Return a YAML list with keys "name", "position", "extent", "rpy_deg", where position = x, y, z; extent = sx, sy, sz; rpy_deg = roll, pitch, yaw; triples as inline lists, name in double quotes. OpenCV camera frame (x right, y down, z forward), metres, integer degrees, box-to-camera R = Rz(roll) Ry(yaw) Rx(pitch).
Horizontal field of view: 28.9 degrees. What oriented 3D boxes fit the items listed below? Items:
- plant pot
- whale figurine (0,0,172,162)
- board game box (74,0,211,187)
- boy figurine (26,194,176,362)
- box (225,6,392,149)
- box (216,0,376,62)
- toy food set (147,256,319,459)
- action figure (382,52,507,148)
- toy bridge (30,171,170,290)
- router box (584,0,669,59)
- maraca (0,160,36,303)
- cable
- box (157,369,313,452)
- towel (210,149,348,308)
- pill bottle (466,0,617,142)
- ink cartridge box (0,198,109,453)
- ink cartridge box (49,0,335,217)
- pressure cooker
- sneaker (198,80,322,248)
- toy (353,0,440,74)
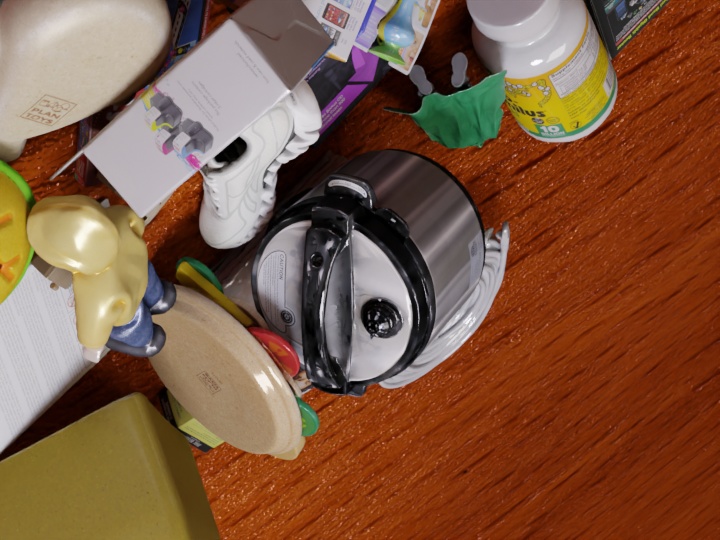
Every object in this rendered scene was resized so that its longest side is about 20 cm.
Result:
- name: "plant pot"
  position: [-0.219, 0.260, 1.235]
  extent: [0.193, 0.201, 0.196]
  rpy_deg: [-27, 160, -3]
- name: "whale figurine"
  position: [-0.225, -0.159, 0.987]
  extent: [0.199, 0.105, 0.158]
  rpy_deg: [-37, 150, 30]
- name: "board game box"
  position: [-0.169, -0.162, 1.096]
  extent: [0.102, 0.019, 0.201]
  rpy_deg: [-18, 137, -36]
- name: "boy figurine"
  position: [-0.197, 0.006, 1.072]
  extent: [0.200, 0.064, 0.126]
  rpy_deg: [65, 34, -66]
- name: "box"
  position: [-0.031, -0.214, 1.172]
  extent: [0.143, 0.036, 0.200]
  rpy_deg: [-48, 146, -13]
- name: "box"
  position: [-0.052, -0.243, 1.059]
  extent: [0.199, 0.041, 0.120]
  rpy_deg: [20, 94, -37]
- name: "toy food set"
  position: [-0.119, 0.086, 1.248]
  extent: [0.049, 0.200, 0.198]
  rpy_deg: [-43, 170, -30]
- name: "action figure"
  position: [0.095, -0.154, 1.350]
  extent: [0.117, 0.055, 0.200]
  rpy_deg: [-12, 167, 11]
- name: "toy bridge"
  position: [-0.186, -0.063, 1.132]
  extent: [0.200, 0.027, 0.067]
  rpy_deg: [-51, 153, -1]
- name: "router box"
  position: [0.282, -0.332, 1.395]
  extent: [0.200, 0.062, 0.150]
  rpy_deg: [-45, 146, -5]
- name: "maraca"
  position: [-0.316, -0.001, 1.011]
  extent: [0.136, 0.107, 0.201]
  rpy_deg: [27, 106, -33]
- name: "cable"
  position: [0.073, 0.033, 1.508]
  extent: [0.200, 0.069, 0.201]
  rpy_deg: [-40, 156, -16]
- name: "box"
  position: [-0.096, 0.102, 1.364]
  extent: [0.199, 0.050, 0.075]
  rpy_deg: [-32, 146, 13]
- name: "towel"
  position: [-0.055, -0.003, 1.378]
  extent: [0.200, 0.032, 0.191]
  rpy_deg: [-46, 146, -4]
- name: "pill bottle"
  position: [0.172, -0.215, 1.344]
  extent: [0.113, 0.113, 0.200]
  rpy_deg: [-46, 147, -1]
- name: "ink cartridge box"
  position: [-0.281, 0.045, 1.178]
  extent: [0.200, 0.050, 0.163]
  rpy_deg: [-49, 151, -33]
- name: "ink cartridge box"
  position: [-0.122, -0.115, 1.013]
  extent: [0.199, 0.068, 0.115]
  rpy_deg: [-35, -169, 28]
- name: "pressure cooker"
  position: [0.003, 0.000, 1.220]
  extent: [0.178, 0.176, 0.200]
  rpy_deg: [-33, -173, 36]
- name: "sneaker"
  position: [-0.106, -0.086, 1.170]
  extent: [0.081, 0.075, 0.200]
  rpy_deg: [-19, 155, -36]
- name: "toy"
  position: [0.065, -0.268, 1.184]
  extent: [0.115, 0.047, 0.202]
  rpy_deg: [15, 101, -60]
